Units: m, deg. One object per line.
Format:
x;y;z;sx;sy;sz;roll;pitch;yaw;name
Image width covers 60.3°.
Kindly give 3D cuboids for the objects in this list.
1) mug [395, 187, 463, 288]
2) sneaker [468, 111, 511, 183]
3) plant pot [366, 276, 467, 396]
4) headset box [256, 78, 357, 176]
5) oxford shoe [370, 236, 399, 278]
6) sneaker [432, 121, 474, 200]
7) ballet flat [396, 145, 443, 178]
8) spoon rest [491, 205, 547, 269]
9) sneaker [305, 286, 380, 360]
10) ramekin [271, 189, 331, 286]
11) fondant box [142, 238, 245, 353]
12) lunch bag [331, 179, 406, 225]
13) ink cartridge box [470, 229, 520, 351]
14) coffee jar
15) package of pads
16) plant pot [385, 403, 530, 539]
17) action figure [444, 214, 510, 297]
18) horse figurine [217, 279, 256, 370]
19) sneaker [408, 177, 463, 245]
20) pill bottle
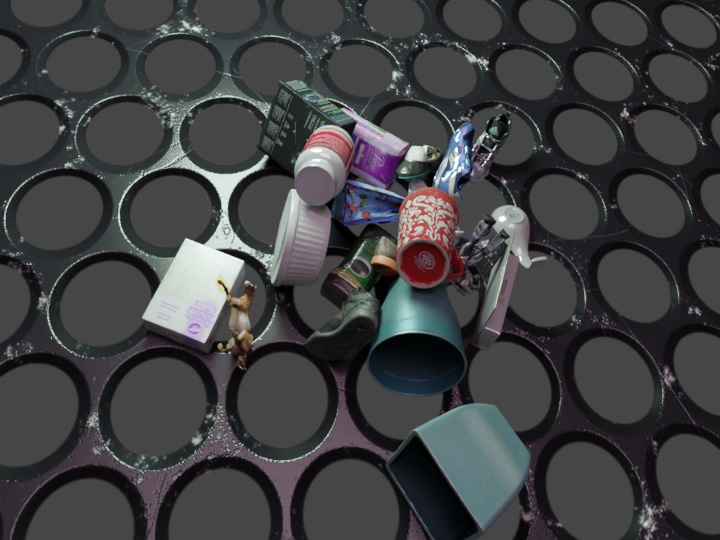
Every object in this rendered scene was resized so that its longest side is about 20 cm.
0.152;-0.056;1.257;0.173;0.136;0.202;24;32;-4;mug
0.320;-0.323;1.550;0.076;0.141;0.202;28;61;8;sneaker
0.115;0.119;1.266;0.193;0.203;0.191;9;45;-3;plant pot
-0.123;-0.316;1.454;0.198;0.177;0.092;37;33;14;headset box
0.109;-0.007;1.345;0.198;0.070;0.075;30;65;-36;oxford shoe
0.244;-0.260;1.511;0.081;0.074;0.205;20;87;28;sneaker
0.143;-0.264;1.489;0.066;0.071;0.198;8;16;30;ballet flat
0.379;-0.079;1.485;0.096;0.062;0.203;-7;50;-13;spoon rest
-0.029;0.108;1.266;0.076;0.198;0.115;42;37;-14;sneaker
-0.126;-0.061;1.321;0.091;0.203;0.208;12;60;-13;ramekin
-0.344;0.051;1.302;0.140;0.059;0.204;19;62;3;fondant box
0.040;-0.155;1.414;0.193;0.150;0.097;1;101;-14;lunch bag
0.301;0.046;1.328;0.044;0.178;0.204;20;61;4;ink cartridge box
0.000;0.000;1.362;0.103;0.086;0.201;35;62;8;coffee jar
0.009;-0.291;1.499;0.197;0.123;0.076;30;33;9;package of pads
0.195;0.361;1.144;0.197;0.198;0.198;-25;67;-30;plant pot
0.237;-0.029;1.375;0.130;0.201;0.069;43;22;6;action figure
-0.249;0.109;1.261;0.048;0.133;0.206;-10;70;8;horse figurine
0.181;-0.142;1.453;0.073;0.100;0.204;-7;63;-42;sneaker
-0.077;-0.218;1.299;0.109;0.115;0.202;14;32;0;pill bottle
